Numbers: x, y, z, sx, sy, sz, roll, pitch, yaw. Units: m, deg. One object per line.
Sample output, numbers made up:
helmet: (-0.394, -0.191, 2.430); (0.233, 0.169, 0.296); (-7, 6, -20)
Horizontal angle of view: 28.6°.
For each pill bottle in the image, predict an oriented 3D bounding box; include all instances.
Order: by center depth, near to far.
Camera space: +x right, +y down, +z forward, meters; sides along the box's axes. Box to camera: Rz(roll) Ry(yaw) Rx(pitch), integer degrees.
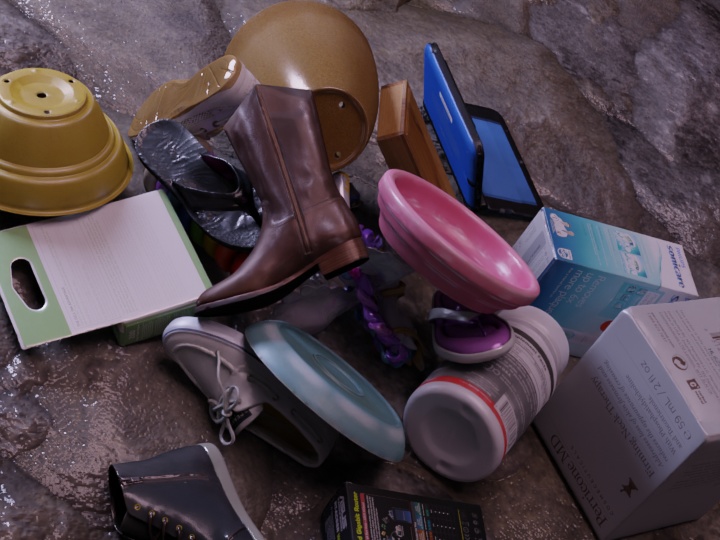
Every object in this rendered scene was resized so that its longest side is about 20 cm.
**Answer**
pill bottle: (0.138, 0.123, 1.491); (0.114, 0.114, 0.200); (40, 40, 8)

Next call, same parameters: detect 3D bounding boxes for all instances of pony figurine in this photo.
pony figurine: (0.000, 0.000, 1.499); (0.192, 0.166, 0.202); (24, 45, -46)

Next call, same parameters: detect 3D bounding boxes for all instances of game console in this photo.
game console: (0.161, -0.178, 1.803); (0.117, 0.172, 0.201); (-14, 54, -9)

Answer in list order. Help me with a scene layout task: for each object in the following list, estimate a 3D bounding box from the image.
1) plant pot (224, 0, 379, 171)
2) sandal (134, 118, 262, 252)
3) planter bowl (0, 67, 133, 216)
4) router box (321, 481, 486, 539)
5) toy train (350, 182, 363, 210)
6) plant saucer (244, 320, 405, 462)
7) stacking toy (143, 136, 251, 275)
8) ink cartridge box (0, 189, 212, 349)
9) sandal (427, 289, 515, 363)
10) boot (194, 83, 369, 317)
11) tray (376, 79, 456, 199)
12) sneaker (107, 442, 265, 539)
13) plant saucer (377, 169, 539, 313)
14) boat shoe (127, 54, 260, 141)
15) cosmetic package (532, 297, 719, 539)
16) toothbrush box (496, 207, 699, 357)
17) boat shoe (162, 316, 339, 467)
plant pot: (-0.054, -0.182, 1.558); (0.185, 0.188, 0.200); (17, 19, -18)
sandal: (-0.157, -0.088, 1.433); (0.200, 0.048, 0.075); (37, 71, 19)
planter bowl: (-0.327, -0.148, 1.439); (0.198, 0.084, 0.201); (9, 38, -7)
router box: (0.049, 0.303, 1.297); (0.148, 0.062, 0.201); (14, 44, -23)
toy train: (-0.070, -0.068, 1.593); (0.199, 0.046, 0.034); (-19, 62, -43)
plant saucer: (-0.028, 0.110, 1.379); (0.200, 0.028, 0.200); (39, 7, -5)
stacking toy: (-0.146, -0.049, 1.476); (0.085, 0.086, 0.200); (-12, 50, -40)
ink cartridge box: (-0.260, 0.007, 1.399); (0.198, 0.048, 0.146); (-17, 59, -22)
sandal: (0.105, 0.045, 1.484); (0.082, 0.050, 0.203); (-20, 19, -3)
boot: (-0.105, -0.071, 1.376); (0.185, 0.064, 0.202); (-20, 81, -8)
tray: (0.071, -0.110, 1.634); (0.099, 0.037, 0.201); (-85, 155, -46)
sneaker: (-0.148, 0.244, 1.229); (0.105, 0.075, 0.201); (-6, 45, -31)
plant saucer: (0.092, -0.023, 1.444); (0.200, 0.051, 0.201); (34, 17, -12)
boat shoe: (-0.178, -0.169, 1.534); (0.069, 0.199, 0.071); (35, 58, -32)
cosmetic package: (0.326, 0.158, 1.512); (0.165, 0.201, 0.168); (-5, 53, -36)
toothbrush box: (0.267, 0.024, 1.647); (0.198, 0.147, 0.086); (13, 45, -23)
boat shoe: (-0.114, 0.128, 1.363); (0.201, 0.075, 0.086); (36, 44, -12)
